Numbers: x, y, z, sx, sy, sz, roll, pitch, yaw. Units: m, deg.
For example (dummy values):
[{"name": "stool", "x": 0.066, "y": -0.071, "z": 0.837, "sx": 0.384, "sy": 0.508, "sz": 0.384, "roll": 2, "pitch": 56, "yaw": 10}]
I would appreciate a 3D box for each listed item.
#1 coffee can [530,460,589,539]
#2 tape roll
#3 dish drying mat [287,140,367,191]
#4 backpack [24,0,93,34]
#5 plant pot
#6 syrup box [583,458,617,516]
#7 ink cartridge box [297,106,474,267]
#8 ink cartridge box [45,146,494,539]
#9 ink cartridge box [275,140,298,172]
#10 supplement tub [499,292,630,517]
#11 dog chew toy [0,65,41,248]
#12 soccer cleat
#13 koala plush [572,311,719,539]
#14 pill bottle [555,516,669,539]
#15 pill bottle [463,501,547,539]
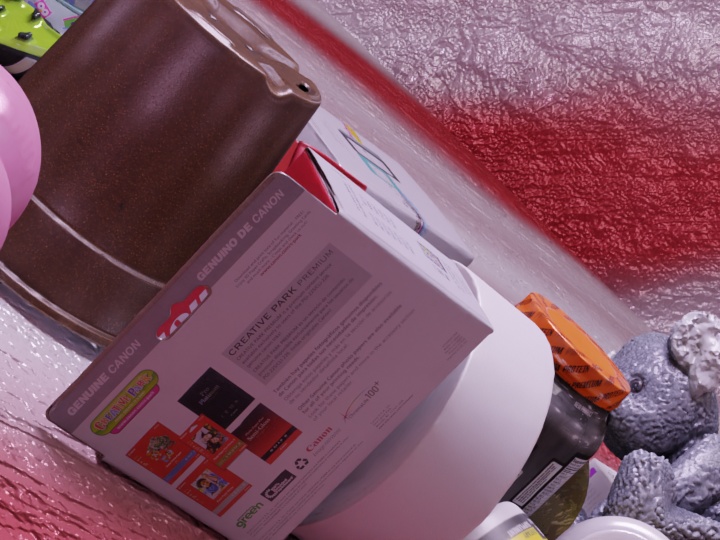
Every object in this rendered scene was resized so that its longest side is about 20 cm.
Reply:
[{"name": "coffee can", "x": 0.099, "y": 0.124, "z": 1.445, "sx": 0.146, "sy": 0.146, "sz": 0.200, "roll": 43, "pitch": 12, "yaw": -8}, {"name": "tape roll", "x": 0.026, "y": 0.092, "z": 1.169, "sx": 0.071, "sy": 0.202, "sz": 0.203, "roll": 38, "pitch": 13, "yaw": -24}, {"name": "dish drying mat", "x": -0.057, "y": 0.022, "z": 1.179, "sx": 0.018, "sy": 0.200, "sz": 0.077, "roll": 18, "pitch": -10, "yaw": 35}, {"name": "backpack", "x": -0.282, "y": -0.272, "z": 1.582, "sx": 0.200, "sy": 0.127, "sz": 0.167, "roll": 47, "pitch": 23, "yaw": 10}, {"name": "plant pot", "x": -0.143, "y": -0.083, "z": 1.186, "sx": 0.200, "sy": 0.198, "sz": 0.200, "roll": 38, "pitch": 13, "yaw": -10}, {"name": "syrup box", "x": 0.243, "y": 0.264, "z": 1.607, "sx": 0.079, "sy": 0.081, "sz": 0.200, "roll": 34, "pitch": 17, "yaw": -44}, {"name": "ink cartridge box", "x": -0.038, "y": -0.037, "z": 1.539, "sx": 0.200, "sy": 0.147, "sz": 0.146, "roll": 33, "pitch": 16, "yaw": -48}, {"name": "ink cartridge box", "x": -0.059, "y": 0.039, "z": 1.060, "sx": 0.176, "sy": 0.200, "sz": 0.084, "roll": 38, "pitch": 13, "yaw": -31}, {"name": "ink cartridge box", "x": -0.129, "y": -0.080, "z": 1.339, "sx": 0.050, "sy": 0.161, "sz": 0.200, "roll": 35, "pitch": 15, "yaw": -30}, {"name": "supplement tub", "x": 0.082, "y": 0.118, "z": 1.271, "sx": 0.122, "sy": 0.200, "sz": 0.123, "roll": 42, "pitch": 11, "yaw": -10}, {"name": "dog chew toy", "x": -0.234, "y": -0.041, "z": 0.964, "sx": 0.124, "sy": 0.125, "sz": 0.200, "roll": 40, "pitch": 20, "yaw": -22}, {"name": "soccer cleat", "x": -0.249, "y": -0.158, "z": 1.459, "sx": 0.200, "sy": 0.081, "sz": 0.068, "roll": 27, "pitch": 40, "yaw": 10}, {"name": "koala plush", "x": 0.245, "y": 0.142, "z": 1.503, "sx": 0.183, "sy": 0.177, "sz": 0.200, "roll": 7, "pitch": 66, "yaw": -21}, {"name": "pill bottle", "x": 0.175, "y": 0.233, "z": 1.291, "sx": 0.109, "sy": 0.109, "sz": 0.200, "roll": 47, "pitch": -7, "yaw": 16}, {"name": "pill bottle", "x": 0.116, "y": 0.251, "z": 1.140, "sx": 0.200, "sy": 0.114, "sz": 0.114, "roll": 48, "pitch": 12, "yaw": 16}]
